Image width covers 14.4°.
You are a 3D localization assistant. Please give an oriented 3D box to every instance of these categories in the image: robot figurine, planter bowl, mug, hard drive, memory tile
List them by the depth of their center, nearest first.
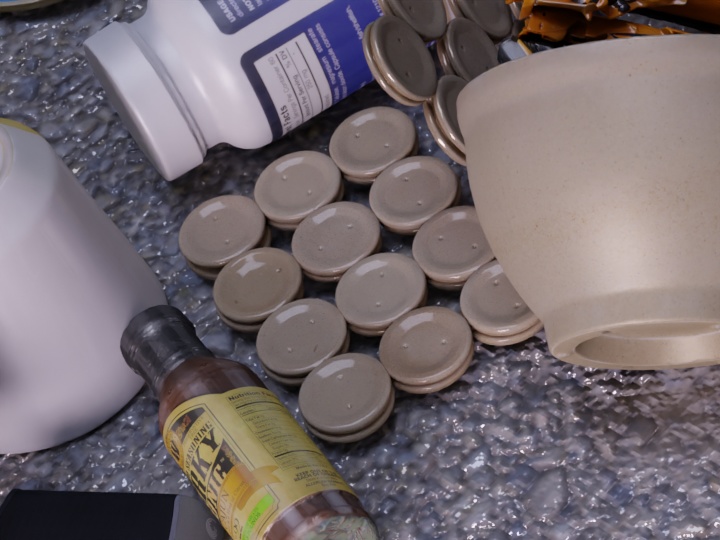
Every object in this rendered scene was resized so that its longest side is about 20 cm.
[{"bbox_3d":[0.150,-0.025,1.428,0.200,0.200,0.135,-6,75,16],"label":"planter bowl"},{"bbox_3d":[-0.152,0.196,1.433,0.135,0.042,0.200,1,52,21],"label":"hard drive"},{"bbox_3d":[0.000,0.000,1.553,0.153,0.017,0.200,-32,48,-8],"label":"memory tile"},{"bbox_3d":[0.173,-0.140,1.558,0.200,0.058,0.145,14,54,4],"label":"robot figurine"},{"bbox_3d":[-0.211,-0.012,1.558,0.149,0.153,0.187,-43,50,-17],"label":"mug"},{"bbox_3d":[0.061,-0.129,1.559,0.017,0.153,0.200,-30,33,32],"label":"memory tile"}]

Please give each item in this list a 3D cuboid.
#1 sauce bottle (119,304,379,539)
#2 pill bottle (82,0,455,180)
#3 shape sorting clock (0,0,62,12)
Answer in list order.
[{"bbox_3d":[-0.064,0.091,1.478,0.065,0.065,0.200,-34,46,-9],"label":"sauce bottle"},{"bbox_3d":[-0.050,-0.141,1.634,0.200,0.116,0.116,-31,48,-8],"label":"pill bottle"},{"bbox_3d":[-0.198,-0.245,1.830,0.200,0.039,0.200,-10,48,12],"label":"shape sorting clock"}]
